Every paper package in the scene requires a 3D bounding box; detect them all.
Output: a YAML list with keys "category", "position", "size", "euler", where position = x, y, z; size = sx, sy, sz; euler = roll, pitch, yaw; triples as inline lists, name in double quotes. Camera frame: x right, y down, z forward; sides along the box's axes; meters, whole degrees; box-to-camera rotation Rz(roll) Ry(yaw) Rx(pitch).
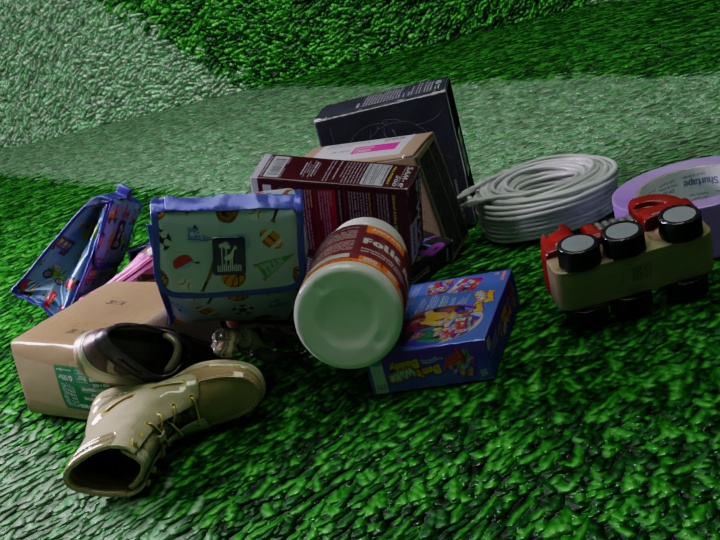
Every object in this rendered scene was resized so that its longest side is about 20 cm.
- category: "paper package"
  position: [-0.291, 0.096, 1.538]
  size: [0.198, 0.104, 0.190]
  euler: [1, 25, 40]

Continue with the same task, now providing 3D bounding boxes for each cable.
- category: "cable"
  position: [0.254, -0.099, 1.722]
  size: [0.199, 0.070, 0.199]
  euler: [4, 25, 44]

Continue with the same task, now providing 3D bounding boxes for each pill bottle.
- category: "pill bottle"
  position: [-0.003, 0.016, 1.364]
  size: [0.113, 0.115, 0.200]
  euler: [-12, 17, 10]

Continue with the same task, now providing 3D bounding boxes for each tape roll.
- category: "tape roll"
  position: [0.407, -0.076, 1.526]
  size: [0.198, 0.066, 0.200]
  euler: [-15, 18, 5]

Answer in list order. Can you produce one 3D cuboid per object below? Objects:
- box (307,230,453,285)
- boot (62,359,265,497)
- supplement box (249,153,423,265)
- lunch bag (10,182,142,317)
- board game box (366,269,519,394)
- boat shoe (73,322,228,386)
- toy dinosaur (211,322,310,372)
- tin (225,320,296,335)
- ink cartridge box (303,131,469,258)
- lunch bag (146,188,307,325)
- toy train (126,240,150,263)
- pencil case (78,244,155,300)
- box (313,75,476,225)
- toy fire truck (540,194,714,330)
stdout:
- category: "box"
  position: [0.000, 0.000, 1.546]
  size: [0.142, 0.036, 0.200]
  euler: [23, 45, 34]
- category: "boot"
  position: [-0.200, 0.163, 1.307]
  size: [0.198, 0.074, 0.156]
  euler: [-11, 20, 7]
- category: "supplement box"
  position: [-0.027, -0.074, 1.530]
  size: [0.198, 0.110, 0.061]
  euler: [7, 36, 16]
- category: "lunch bag"
  position: [-0.379, -0.034, 1.779]
  size: [0.094, 0.201, 0.151]
  euler: [31, 5, 6]
- category: "board game box"
  position: [0.094, 0.064, 1.398]
  size: [0.133, 0.045, 0.200]
  euler: [-10, 18, 19]
- category: "boat shoe"
  position: [-0.219, 0.098, 1.406]
  size: [0.199, 0.073, 0.064]
  euler: [16, -28, -41]
- category: "toy dinosaur"
  position: [-0.102, 0.084, 1.431]
  size: [0.087, 0.048, 0.200]
  euler: [7, -6, 14]
- category: "tin"
  position: [-0.080, 0.042, 1.580]
  size: [0.198, 0.042, 0.112]
  euler: [2, 35, 24]
- category: "ink cartridge box"
  position: [0.028, -0.091, 1.716]
  size: [0.198, 0.166, 0.075]
  euler: [-3, 31, 33]
- category: "lunch bag"
  position: [-0.142, -0.020, 1.394]
  size: [0.168, 0.125, 0.201]
  euler: [-2, -27, -4]
- category: "toy train"
  position: [-0.239, -0.023, 1.804]
  size: [0.198, 0.088, 0.114]
  euler: [-19, 11, -10]
- category: "pencil case"
  position: [-0.288, 0.018, 1.688]
  size: [0.199, 0.091, 0.093]
  euler: [-37, -21, 20]
- category: "box"
  position: [0.055, -0.156, 1.842]
  size: [0.194, 0.202, 0.124]
  euler: [-12, 16, 10]
- category: "toy fire truck"
  position: [0.280, -0.022, 1.419]
  size: [0.174, 0.130, 0.200]
  euler: [-16, 28, -3]
